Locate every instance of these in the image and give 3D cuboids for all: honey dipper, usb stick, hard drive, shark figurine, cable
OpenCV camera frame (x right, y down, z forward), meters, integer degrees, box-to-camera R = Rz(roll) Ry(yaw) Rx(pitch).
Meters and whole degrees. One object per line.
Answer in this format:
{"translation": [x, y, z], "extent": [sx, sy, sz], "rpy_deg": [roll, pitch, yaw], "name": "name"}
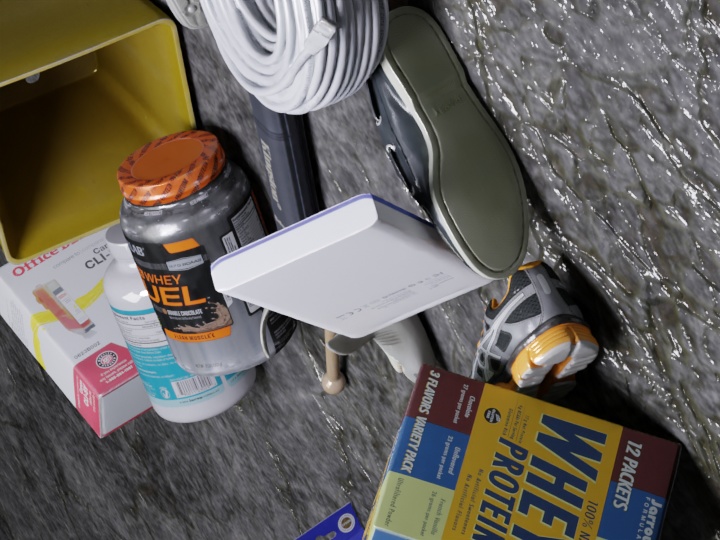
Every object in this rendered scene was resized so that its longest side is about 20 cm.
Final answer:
{"translation": [-0.025, 0.054, 1.920], "extent": [0.038, 0.038, 0.200], "rpy_deg": [45, 157, 28], "name": "honey dipper"}
{"translation": [-0.063, -0.092, 1.812], "extent": [0.055, 0.033, 0.201], "rpy_deg": [37, 150, 39], "name": "usb stick"}
{"translation": [0.000, 0.000, 1.559], "extent": [0.200, 0.132, 0.025], "rpy_deg": [22, -132, -60], "name": "hard drive"}
{"translation": [-0.002, 0.012, 1.738], "extent": [0.089, 0.214, 0.129], "rpy_deg": [-29, 58, 31], "name": "shark figurine"}
{"translation": [-0.056, -0.208, 1.508], "extent": [0.200, 0.069, 0.200], "rpy_deg": [61, 157, 18], "name": "cable"}

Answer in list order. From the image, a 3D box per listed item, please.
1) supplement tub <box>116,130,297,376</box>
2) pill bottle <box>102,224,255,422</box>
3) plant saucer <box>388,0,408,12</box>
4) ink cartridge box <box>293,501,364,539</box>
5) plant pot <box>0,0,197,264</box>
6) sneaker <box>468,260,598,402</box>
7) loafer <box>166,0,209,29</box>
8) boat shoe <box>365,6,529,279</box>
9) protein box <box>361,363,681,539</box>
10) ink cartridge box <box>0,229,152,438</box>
{"translation": [-0.140, -0.016, 1.952], "extent": [0.122, 0.122, 0.201], "rpy_deg": [25, 141, 53], "name": "supplement tub"}
{"translation": [-0.182, 0.040, 2.126], "extent": [0.111, 0.111, 0.201], "rpy_deg": [24, 139, 54], "name": "pill bottle"}
{"translation": [-0.036, -0.230, 1.588], "extent": [0.200, 0.029, 0.200], "rpy_deg": [46, 155, 29], "name": "plant saucer"}
{"translation": [-0.001, 0.339, 2.156], "extent": [0.037, 0.095, 0.201], "rpy_deg": [7, 126, 61], "name": "ink cartridge box"}
{"translation": [-0.277, -0.162, 1.976], "extent": [0.177, 0.199, 0.200], "rpy_deg": [52, 159, 42], "name": "plant pot"}
{"translation": [0.118, 0.055, 1.594], "extent": [0.200, 0.078, 0.078], "rpy_deg": [127, 126, -64], "name": "sneaker"}
{"translation": [-0.147, -0.286, 1.702], "extent": [0.070, 0.070, 0.201], "rpy_deg": [40, 146, 52], "name": "loafer"}
{"translation": [0.053, -0.083, 1.527], "extent": [0.200, 0.074, 0.066], "rpy_deg": [62, 152, -1], "name": "boat shoe"}
{"translation": [0.105, 0.196, 1.591], "extent": [0.198, 0.135, 0.200], "rpy_deg": [17, 150, 1], "name": "protein box"}
{"translation": [-0.269, 0.052, 2.271], "extent": [0.200, 0.145, 0.084], "rpy_deg": [46, 154, 26], "name": "ink cartridge box"}
